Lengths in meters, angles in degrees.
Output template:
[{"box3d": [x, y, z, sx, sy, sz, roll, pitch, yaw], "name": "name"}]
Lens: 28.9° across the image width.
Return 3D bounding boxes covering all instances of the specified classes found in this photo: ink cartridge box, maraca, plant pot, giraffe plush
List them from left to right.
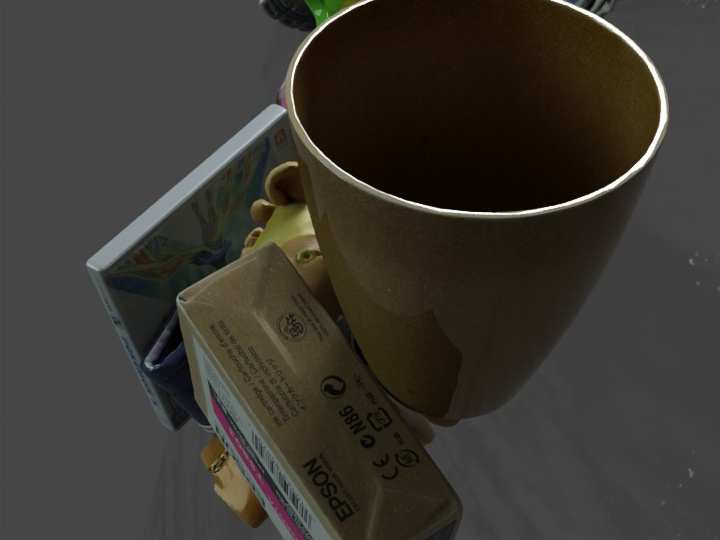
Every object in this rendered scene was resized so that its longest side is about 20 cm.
[{"box3d": [-0.028, 0.107, 0.854, 0.200, 0.075, 0.165, 53, 162, 21], "name": "ink cartridge box"}, {"box3d": [0.000, 0.000, 0.965, 0.200, 0.162, 0.173, -147, 71, -78], "name": "giraffe plush"}, {"box3d": [0.014, -0.120, 0.868, 0.137, 0.107, 0.200, -6, -109, -64], "name": "maraca"}, {"box3d": [0.053, -0.020, 0.750, 0.200, 0.186, 0.186, 92, 180, -46], "name": "plant pot"}]

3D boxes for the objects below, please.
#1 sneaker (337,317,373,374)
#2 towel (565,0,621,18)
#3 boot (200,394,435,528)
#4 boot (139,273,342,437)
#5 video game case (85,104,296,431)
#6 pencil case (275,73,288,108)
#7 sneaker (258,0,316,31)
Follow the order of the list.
[{"box3d": [-0.004, 0.065, 1.163, 0.089, 0.074, 0.200, -66, 27, 17], "name": "sneaker"}, {"box3d": [0.148, -0.232, 0.876, 0.147, 0.024, 0.200, 138, 146, -75], "name": "towel"}, {"box3d": [-0.038, 0.134, 1.043, 0.144, 0.071, 0.201, -58, 36, -1], "name": "boot"}, {"box3d": [-0.074, 0.023, 1.046, 0.073, 0.090, 0.200, 15, 65, 51], "name": "boot"}, {"box3d": [-0.105, 0.000, 1.080, 0.200, 0.022, 0.182, -44, -40, -26], "name": "video game case"}, {"box3d": [-0.016, -0.115, 1.175, 0.094, 0.091, 0.200, -52, 26, 13], "name": "pencil case"}, {"box3d": [-0.004, -0.226, 1.195, 0.075, 0.200, 0.087, -46, 34, 23], "name": "sneaker"}]
